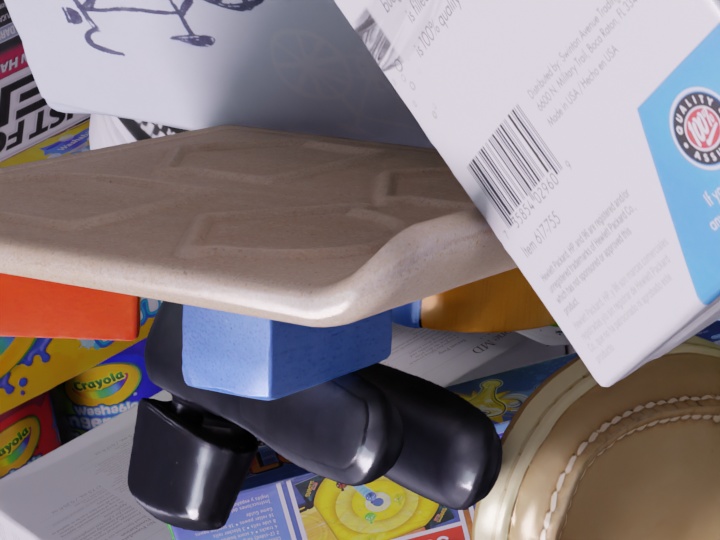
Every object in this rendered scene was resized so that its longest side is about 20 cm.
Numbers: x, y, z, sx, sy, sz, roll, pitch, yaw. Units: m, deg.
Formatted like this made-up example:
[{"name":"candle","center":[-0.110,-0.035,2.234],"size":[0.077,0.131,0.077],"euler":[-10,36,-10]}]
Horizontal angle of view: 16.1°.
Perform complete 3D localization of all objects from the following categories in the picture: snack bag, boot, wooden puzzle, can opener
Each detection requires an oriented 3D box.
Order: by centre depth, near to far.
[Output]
[{"name":"wooden puzzle","center":[-0.024,-0.005,0.668],"size":[0.199,0.185,0.047],"euler":[3,101,33]},{"name":"boot","center":[0.138,0.083,0.669],"size":[0.155,0.200,0.073],"euler":[32,104,39]},{"name":"can opener","center":[-0.011,0.039,0.698],"size":[0.200,0.063,0.079],"euler":[-175,90,-66]},{"name":"snack bag","center":[-0.049,-0.099,0.725],"size":[0.188,0.021,0.200],"euler":[12,143,24]}]

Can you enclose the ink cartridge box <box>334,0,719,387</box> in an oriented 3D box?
[{"name":"ink cartridge box","center":[0.039,-0.090,0.537],"size":[0.200,0.068,0.116],"euler":[56,151,8]}]

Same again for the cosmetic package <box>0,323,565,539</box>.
[{"name":"cosmetic package","center":[-0.026,0.066,0.887],"size":[0.082,0.200,0.051],"euler":[25,135,47]}]

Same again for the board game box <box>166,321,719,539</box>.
[{"name":"board game box","center":[0.049,0.100,0.812],"size":[0.034,0.199,0.136],"euler":[-104,0,-65]}]

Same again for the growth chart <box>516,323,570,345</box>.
[{"name":"growth chart","center":[0.000,0.000,0.831],"size":[0.199,0.018,0.145],"euler":[8,166,23]}]

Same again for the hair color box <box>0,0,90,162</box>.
[{"name":"hair color box","center":[-0.151,-0.045,1.093],"size":[0.061,0.099,0.201],"euler":[33,141,39]}]

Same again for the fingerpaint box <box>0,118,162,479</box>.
[{"name":"fingerpaint box","center":[-0.095,0.035,0.971],"size":[0.073,0.200,0.167],"euler":[28,137,43]}]

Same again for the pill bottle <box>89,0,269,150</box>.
[{"name":"pill bottle","center":[-0.027,-0.093,0.840],"size":[0.114,0.114,0.200],"euler":[52,150,16]}]
